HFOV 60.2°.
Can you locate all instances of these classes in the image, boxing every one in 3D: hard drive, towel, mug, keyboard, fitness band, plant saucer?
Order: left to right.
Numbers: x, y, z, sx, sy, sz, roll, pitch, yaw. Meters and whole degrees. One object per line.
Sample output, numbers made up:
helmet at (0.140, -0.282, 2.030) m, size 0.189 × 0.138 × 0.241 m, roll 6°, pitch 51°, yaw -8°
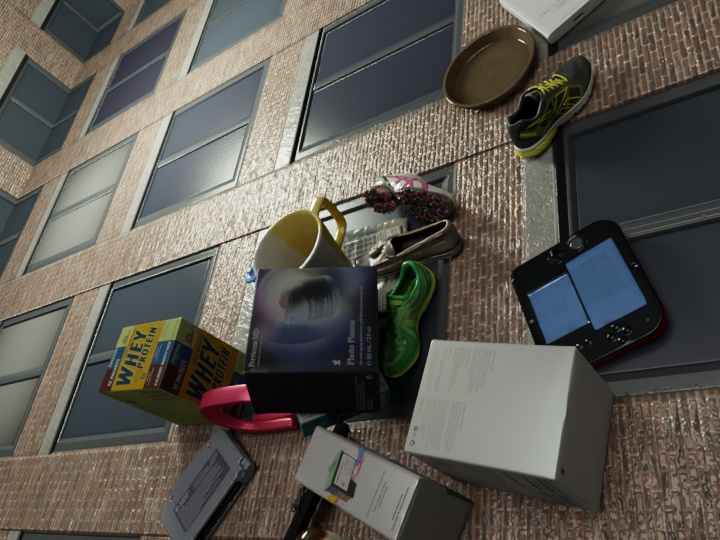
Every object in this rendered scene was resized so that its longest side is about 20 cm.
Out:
fitness band at (-0.190, 0.241, 1.085) m, size 0.198 × 0.143 × 0.038 m, roll -16°, pitch 50°, yaw 33°
keyboard at (-0.067, 0.325, 0.944) m, size 0.020 × 0.127 × 0.202 m, roll 20°, pitch 75°, yaw 18°
mug at (-0.075, -0.017, 1.112) m, size 0.187 × 0.153 × 0.149 m, roll -47°, pitch 42°, yaw 0°
towel at (0.000, 0.000, 1.168) m, size 0.190 × 0.034 × 0.203 m, roll -16°, pitch 52°, yaw 34°
plant saucer at (0.254, -0.396, 1.224) m, size 0.198 × 0.029 × 0.203 m, roll -22°, pitch 50°, yaw 28°
hard drive at (0.373, -0.535, 1.218) m, size 0.131 × 0.026 × 0.201 m, roll -39°, pitch 43°, yaw 14°

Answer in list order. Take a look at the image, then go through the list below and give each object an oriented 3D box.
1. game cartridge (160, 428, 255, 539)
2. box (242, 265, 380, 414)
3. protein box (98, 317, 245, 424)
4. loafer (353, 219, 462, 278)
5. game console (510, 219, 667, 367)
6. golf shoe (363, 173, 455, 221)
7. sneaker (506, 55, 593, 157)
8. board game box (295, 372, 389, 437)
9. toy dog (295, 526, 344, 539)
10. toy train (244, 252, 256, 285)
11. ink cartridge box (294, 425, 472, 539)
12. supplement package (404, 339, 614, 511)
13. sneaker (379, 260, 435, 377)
game cartridge at (-0.283, 0.401, 1.138) m, size 0.133 × 0.041 × 0.201 m, roll 32°, pitch 85°, yaw 45°
box at (-0.068, 0.106, 0.962) m, size 0.195 × 0.124 × 0.202 m, roll -2°, pitch 48°, yaw 2°
protein box at (-0.353, 0.204, 1.211) m, size 0.196 × 0.200 × 0.137 m, roll -10°, pitch 55°, yaw 36°
loafer at (0.075, -0.043, 1.082) m, size 0.197 × 0.063 × 0.073 m, roll -15°, pitch 46°, yaw 16°
game console at (0.312, 0.038, 0.872) m, size 0.175 × 0.031 × 0.202 m, roll -30°, pitch 46°, yaw 22°
golf shoe at (0.099, -0.149, 1.155) m, size 0.198 × 0.073 × 0.092 m, roll 16°, pitch 54°, yaw 41°
sneaker at (0.321, -0.288, 1.049) m, size 0.074 × 0.084 × 0.201 m, roll 30°, pitch 84°, yaw 47°
board game box at (-0.059, 0.153, 1.032) m, size 0.149 × 0.047 × 0.201 m, roll -19°, pitch 51°, yaw -13°
toy dog at (-0.077, 0.463, 0.861) m, size 0.201 × 0.139 × 0.194 m, roll -52°, pitch 5°, yaw 1°
toy train at (-0.157, 0.006, 1.260) m, size 0.199 × 0.087 × 0.115 m, roll 19°, pitch 70°, yaw 51°
ink cartridge box at (0.029, 0.300, 0.851) m, size 0.198 × 0.144 × 0.085 m, roll 12°, pitch 72°, yaw 45°
supplement package at (0.189, 0.190, 0.782) m, size 0.198 × 0.150 × 0.154 m, roll -2°, pitch 60°, yaw 40°
sneaker at (0.063, 0.076, 1.023) m, size 0.073 × 0.083 × 0.203 m, roll -3°, pitch 61°, yaw 39°
